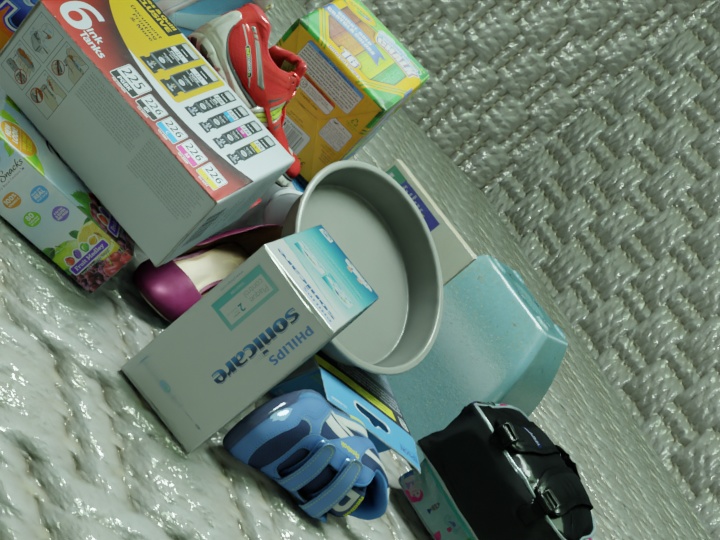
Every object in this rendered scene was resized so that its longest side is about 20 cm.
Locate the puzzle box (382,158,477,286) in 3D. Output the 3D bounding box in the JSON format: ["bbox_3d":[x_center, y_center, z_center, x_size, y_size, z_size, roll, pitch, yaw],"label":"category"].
[{"bbox_3d":[0.005,-0.002,1.382,0.133,0.200,0.025,53,12,9],"label":"puzzle box"}]

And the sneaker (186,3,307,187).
[{"bbox_3d":[-0.078,-0.148,1.157,0.077,0.085,0.200,48,-10,34],"label":"sneaker"}]

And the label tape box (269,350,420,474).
[{"bbox_3d":[-0.030,0.105,1.254,0.143,0.066,0.200,40,18,-36],"label":"label tape box"}]

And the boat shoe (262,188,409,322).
[{"bbox_3d":[-0.023,-0.007,1.299,0.200,0.072,0.068,45,13,-22],"label":"boat shoe"}]

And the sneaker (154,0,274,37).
[{"bbox_3d":[-0.115,-0.220,1.189,0.080,0.199,0.131,-117,-171,-55],"label":"sneaker"}]

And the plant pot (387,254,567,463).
[{"bbox_3d":[0.116,0.092,1.513,0.196,0.200,0.196,54,12,20],"label":"plant pot"}]

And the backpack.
[{"bbox_3d":[0.144,0.224,1.326,0.178,0.150,0.200,56,20,16],"label":"backpack"}]

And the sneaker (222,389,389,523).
[{"bbox_3d":[-0.034,0.153,1.071,0.200,0.074,0.082,28,29,-57],"label":"sneaker"}]

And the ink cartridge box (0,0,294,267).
[{"bbox_3d":[-0.158,-0.126,1.054,0.200,0.084,0.176,48,30,1],"label":"ink cartridge box"}]

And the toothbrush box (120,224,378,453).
[{"bbox_3d":[-0.079,0.047,1.045,0.085,0.146,0.200,51,13,1],"label":"toothbrush box"}]

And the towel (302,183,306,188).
[{"bbox_3d":[-0.119,-0.122,1.431,0.200,0.147,0.022,51,28,8],"label":"towel"}]

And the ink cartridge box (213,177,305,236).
[{"bbox_3d":[-0.144,-0.077,1.256,0.068,0.116,0.200,57,13,31],"label":"ink cartridge box"}]

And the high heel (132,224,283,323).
[{"bbox_3d":[-0.128,-0.009,1.154,0.067,0.096,0.200,50,11,1],"label":"high heel"}]

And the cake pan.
[{"bbox_3d":[0.000,0.000,1.225,0.200,0.037,0.201,20,62,-43],"label":"cake pan"}]

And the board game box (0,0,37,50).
[{"bbox_3d":[-0.294,-0.317,1.231,0.200,0.200,0.200,41,14,-37],"label":"board game box"}]

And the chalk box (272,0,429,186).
[{"bbox_3d":[-0.022,-0.192,1.365,0.124,0.124,0.200,45,29,-2],"label":"chalk box"}]

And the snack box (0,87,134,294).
[{"bbox_3d":[-0.242,-0.084,1.065,0.142,0.053,0.200,43,14,-23],"label":"snack box"}]
